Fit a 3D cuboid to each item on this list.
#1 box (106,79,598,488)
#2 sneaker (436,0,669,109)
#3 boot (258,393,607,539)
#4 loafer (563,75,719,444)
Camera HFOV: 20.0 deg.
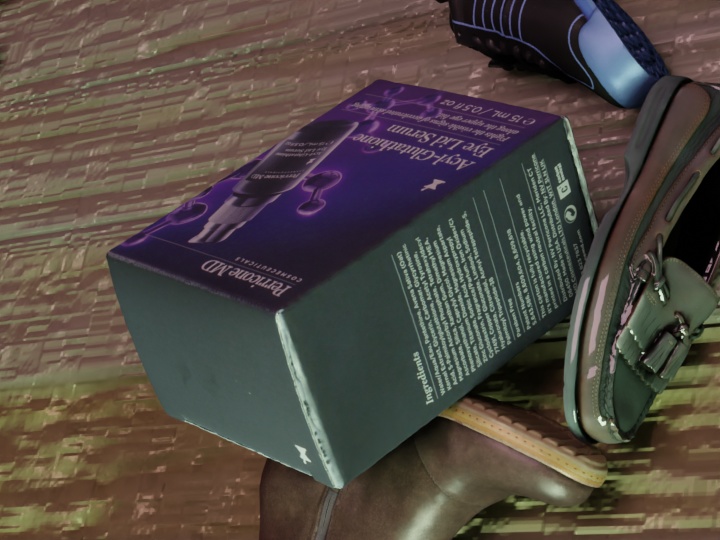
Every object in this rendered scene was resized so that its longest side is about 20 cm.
[{"bbox_3d":[0.000,0.000,1.033,0.200,0.104,0.148,-35,32,-30],"label":"box"},{"bbox_3d":[0.097,-0.135,1.127,0.078,0.070,0.200,-47,39,14],"label":"sneaker"},{"bbox_3d":[0.026,0.141,1.044,0.200,0.072,0.167,15,90,40],"label":"boot"},{"bbox_3d":[0.153,-0.007,1.005,0.063,0.072,0.200,6,67,32],"label":"loafer"}]
